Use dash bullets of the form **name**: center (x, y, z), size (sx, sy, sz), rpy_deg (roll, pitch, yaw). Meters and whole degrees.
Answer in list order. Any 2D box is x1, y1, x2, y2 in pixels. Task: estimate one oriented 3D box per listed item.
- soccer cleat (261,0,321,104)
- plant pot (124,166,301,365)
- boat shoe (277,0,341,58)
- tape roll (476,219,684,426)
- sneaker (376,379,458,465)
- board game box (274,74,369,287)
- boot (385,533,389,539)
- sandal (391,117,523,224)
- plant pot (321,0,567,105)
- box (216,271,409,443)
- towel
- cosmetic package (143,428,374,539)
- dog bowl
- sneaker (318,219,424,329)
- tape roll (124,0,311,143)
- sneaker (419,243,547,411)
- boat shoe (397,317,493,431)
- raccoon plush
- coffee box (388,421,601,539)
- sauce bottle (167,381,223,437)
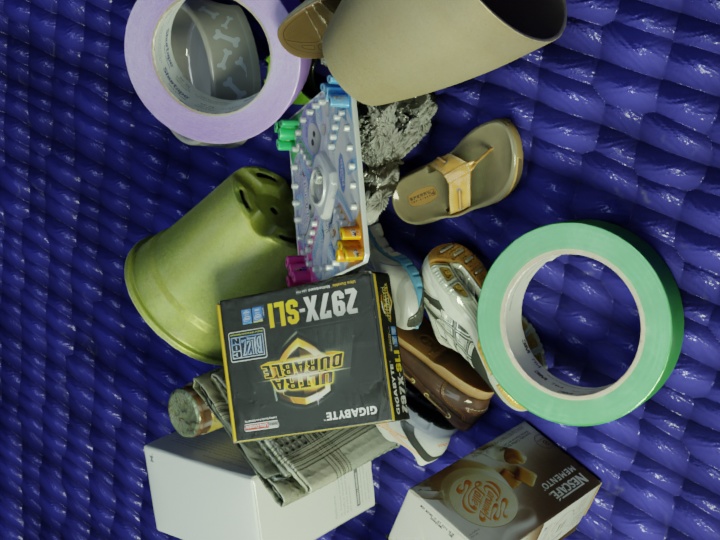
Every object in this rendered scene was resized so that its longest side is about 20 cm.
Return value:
- **soccer cleat**: center (-0.070, -0.285, 1.457), size (0.081, 0.067, 0.201), rpy_deg (16, 121, 29)
- **plant pot**: center (-0.150, -0.019, 1.545), size (0.184, 0.200, 0.201), rpy_deg (-45, 72, 31)
- **boat shoe**: center (0.003, -0.289, 1.336), size (0.200, 0.065, 0.072), rpy_deg (-28, 127, 19)
- **tape roll**: center (0.215, 0.050, 1.267), size (0.200, 0.048, 0.201), rpy_deg (3, 97, 29)
- **sneaker**: center (0.025, 0.152, 1.501), size (0.200, 0.074, 0.080), rpy_deg (38, 129, 28)
- **board game box**: center (-0.046, -0.091, 1.380), size (0.200, 0.026, 0.201), rpy_deg (156, 110, -66)
- **boot**: center (0.081, 0.352, 1.509), size (0.154, 0.073, 0.204), rpy_deg (30, 126, 27)
- **sandal**: center (0.096, -0.095, 1.363), size (0.200, 0.054, 0.081), rpy_deg (-24, 86, 46)
- **plant pot**: center (0.061, -0.249, 1.233), size (0.200, 0.187, 0.188), rpy_deg (-31, 82, 37)
- **box**: center (-0.053, 0.096, 1.388), size (0.199, 0.049, 0.160), rpy_deg (-11, 81, 27)
- **towel**: center (-0.070, 0.164, 1.504), size (0.193, 0.200, 0.035), rpy_deg (51, 138, 19)
- **cosmetic package**: center (-0.123, 0.254, 1.586), size (0.199, 0.200, 0.123), rpy_deg (8, 109, 42)
- **dog bowl**: center (-0.194, -0.243, 1.554), size (0.200, 0.059, 0.201), rpy_deg (27, 123, 51)
- **sneaker**: center (0.000, 0.000, 1.429), size (0.200, 0.086, 0.075), rpy_deg (52, 141, 42)
- **tape roll**: center (-0.156, -0.245, 1.422), size (0.199, 0.066, 0.201), rpy_deg (4, 112, 10)
- **sneaker**: center (0.128, 0.068, 1.388), size (0.200, 0.075, 0.088), rpy_deg (61, 148, 16)
- **boat shoe**: center (0.062, 0.100, 1.449), size (0.200, 0.070, 0.070), rpy_deg (43, 125, 25)
- **raccoon plush**: center (-0.010, -0.166, 1.397), size (0.134, 0.097, 0.200), rpy_deg (42, 113, 33)
- **coffee box**: center (0.142, 0.249, 1.332), size (0.114, 0.200, 0.080), rpy_deg (39, 128, 28)
- **sauce bottle**: center (-0.140, 0.146, 1.565), size (0.065, 0.200, 0.065), rpy_deg (16, 114, 40)
